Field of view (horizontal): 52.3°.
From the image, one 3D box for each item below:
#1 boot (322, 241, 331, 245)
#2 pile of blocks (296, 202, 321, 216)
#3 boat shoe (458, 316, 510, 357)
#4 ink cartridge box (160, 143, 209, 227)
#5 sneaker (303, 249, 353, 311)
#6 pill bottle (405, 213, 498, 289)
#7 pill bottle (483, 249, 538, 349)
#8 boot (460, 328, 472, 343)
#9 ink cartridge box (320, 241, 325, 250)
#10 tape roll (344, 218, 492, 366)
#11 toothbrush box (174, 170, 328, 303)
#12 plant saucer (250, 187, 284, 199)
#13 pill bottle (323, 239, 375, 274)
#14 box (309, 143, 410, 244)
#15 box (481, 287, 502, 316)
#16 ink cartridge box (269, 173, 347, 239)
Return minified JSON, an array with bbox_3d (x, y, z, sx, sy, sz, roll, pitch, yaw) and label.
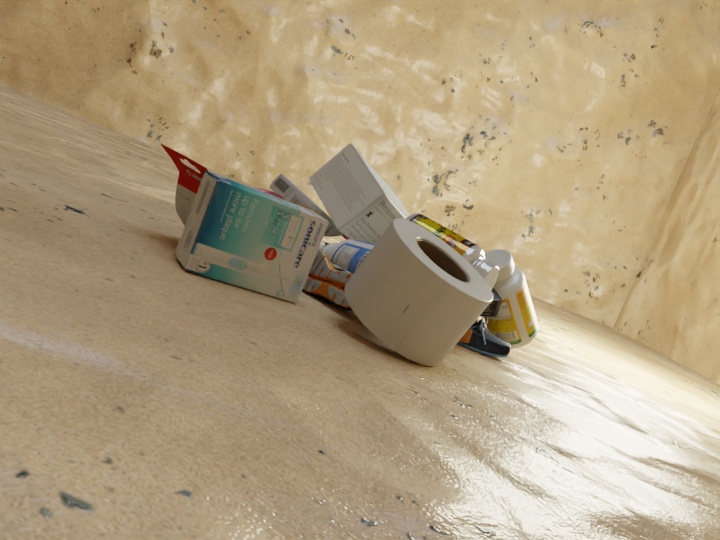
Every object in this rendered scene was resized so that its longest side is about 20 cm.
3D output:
[{"bbox_3d":[-0.128,-0.045,1.646,0.144,0.071,0.200,16,6,-4],"label":"boot"},{"bbox_3d":[-0.132,-0.038,1.330,0.081,0.063,0.201,6,44,21],"label":"pile of blocks"},{"bbox_3d":[0.213,0.113,1.461,0.198,0.069,0.084,22,7,-5],"label":"boat shoe"},{"bbox_3d":[-0.272,-0.107,1.250,0.159,0.047,0.201,30,-26,41],"label":"ink cartridge box"},{"bbox_3d":[-0.050,0.024,1.330,0.199,0.079,0.077,34,1,42],"label":"sneaker"},{"bbox_3d":[0.161,-0.021,1.399,0.199,0.110,0.109,32,10,26],"label":"pill bottle"},{"bbox_3d":[0.311,0.061,1.590,0.113,0.112,0.201,32,-29,57],"label":"pill bottle"},{"bbox_3d":[0.148,0.034,1.316,0.153,0.202,0.074,14,29,1],"label":"boot"},{"bbox_3d":[-0.190,-0.059,1.437,0.145,0.086,0.199,28,7,41],"label":"ink cartridge box"},{"bbox_3d":[0.092,0.033,1.171,0.202,0.140,0.203,33,19,-13],"label":"tape roll"},{"bbox_3d":[-0.172,-0.050,1.163,0.198,0.148,0.085,19,8,-31],"label":"toothbrush box"},{"bbox_3d":[-0.235,-0.126,1.554,0.198,0.052,0.201,-1,-14,0],"label":"plant saucer"},{"bbox_3d":[0.000,0.000,1.427,0.111,0.114,0.199,17,0,-35],"label":"pill bottle"},{"bbox_3d":[0.014,-0.140,1.648,0.199,0.130,0.201,42,13,-46],"label":"box"},{"bbox_3d":[0.162,0.028,1.469,0.198,0.045,0.161,1,33,-20],"label":"box"},{"bbox_3d":[-0.106,-0.120,1.687,0.160,0.047,0.200,42,-3,43],"label":"ink cartridge box"}]
